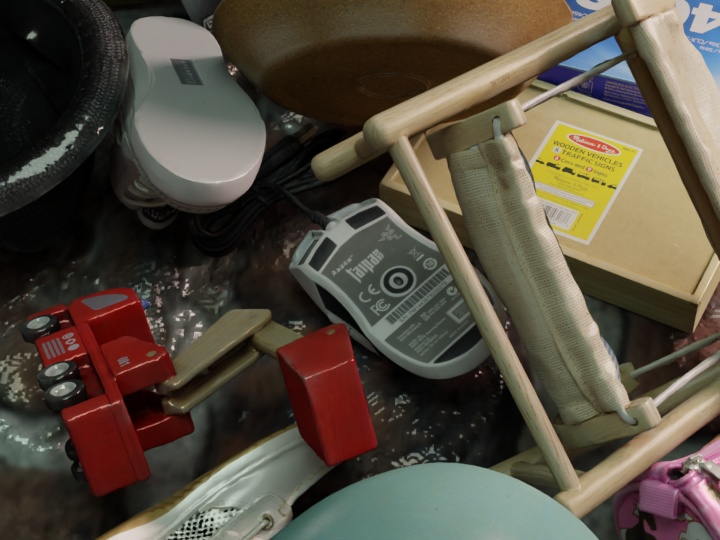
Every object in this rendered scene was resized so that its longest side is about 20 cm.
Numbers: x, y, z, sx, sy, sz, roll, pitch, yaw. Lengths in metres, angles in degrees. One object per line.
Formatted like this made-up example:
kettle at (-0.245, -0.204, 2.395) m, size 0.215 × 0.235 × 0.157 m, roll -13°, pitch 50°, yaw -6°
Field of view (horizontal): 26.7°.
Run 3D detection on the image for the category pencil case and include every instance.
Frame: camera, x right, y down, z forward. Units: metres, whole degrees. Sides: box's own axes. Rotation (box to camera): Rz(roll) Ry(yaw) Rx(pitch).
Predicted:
pencil case at (0.219, 0.090, 0.732) m, size 0.200 × 0.087 × 0.083 m, roll -28°, pitch 75°, yaw -22°

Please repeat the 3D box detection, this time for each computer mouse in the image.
computer mouse at (0.000, 0.000, 0.848) m, size 0.110 × 0.044 × 0.200 m, roll -39°, pitch 58°, yaw -15°

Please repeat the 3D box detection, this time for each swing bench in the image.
swing bench at (0.115, -0.016, 0.733) m, size 0.200 × 0.130 × 0.199 m, roll -28°, pitch 94°, yaw -14°

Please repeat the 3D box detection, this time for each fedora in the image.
fedora at (-0.208, -0.078, 0.881) m, size 0.200 × 0.092 × 0.201 m, roll -9°, pitch 50°, yaw 11°

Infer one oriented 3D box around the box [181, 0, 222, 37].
box at (-0.058, -0.249, 0.965) m, size 0.048 × 0.159 × 0.200 m, roll -18°, pitch 13°, yaw 44°

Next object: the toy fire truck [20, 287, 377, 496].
toy fire truck at (-0.085, 0.050, 0.752) m, size 0.141 × 0.049 × 0.200 m, roll -21°, pitch 24°, yaw -12°

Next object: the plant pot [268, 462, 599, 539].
plant pot at (0.025, 0.176, 0.609) m, size 0.200 × 0.201 × 0.161 m, roll 21°, pitch 43°, yaw 19°

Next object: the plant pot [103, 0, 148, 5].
plant pot at (-0.169, -0.291, 1.022) m, size 0.200 × 0.200 × 0.193 m, roll -6°, pitch 62°, yaw -2°

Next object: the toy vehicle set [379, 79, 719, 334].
toy vehicle set at (0.126, -0.050, 0.895) m, size 0.200 × 0.027 × 0.124 m, roll 22°, pitch 54°, yaw 20°

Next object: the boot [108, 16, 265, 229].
boot at (-0.102, -0.061, 0.852) m, size 0.073 × 0.096 × 0.200 m, roll 5°, pitch 31°, yaw -15°

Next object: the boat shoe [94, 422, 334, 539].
boat shoe at (-0.070, 0.136, 0.728) m, size 0.200 × 0.071 × 0.069 m, roll -31°, pitch 81°, yaw -31°

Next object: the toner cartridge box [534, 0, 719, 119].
toner cartridge box at (0.217, -0.124, 0.944) m, size 0.200 × 0.043 × 0.095 m, roll 15°, pitch 53°, yaw 15°

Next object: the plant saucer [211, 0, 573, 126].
plant saucer at (0.018, -0.117, 0.836) m, size 0.200 × 0.200 × 0.036 m, roll 0°, pitch 77°, yaw 2°
